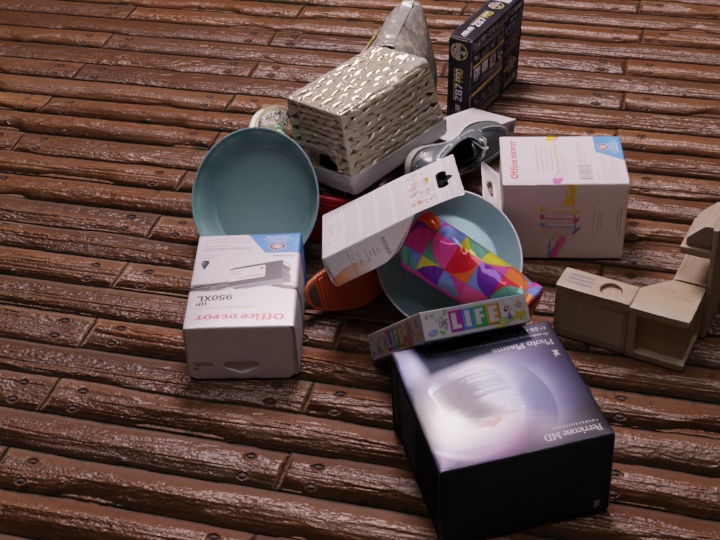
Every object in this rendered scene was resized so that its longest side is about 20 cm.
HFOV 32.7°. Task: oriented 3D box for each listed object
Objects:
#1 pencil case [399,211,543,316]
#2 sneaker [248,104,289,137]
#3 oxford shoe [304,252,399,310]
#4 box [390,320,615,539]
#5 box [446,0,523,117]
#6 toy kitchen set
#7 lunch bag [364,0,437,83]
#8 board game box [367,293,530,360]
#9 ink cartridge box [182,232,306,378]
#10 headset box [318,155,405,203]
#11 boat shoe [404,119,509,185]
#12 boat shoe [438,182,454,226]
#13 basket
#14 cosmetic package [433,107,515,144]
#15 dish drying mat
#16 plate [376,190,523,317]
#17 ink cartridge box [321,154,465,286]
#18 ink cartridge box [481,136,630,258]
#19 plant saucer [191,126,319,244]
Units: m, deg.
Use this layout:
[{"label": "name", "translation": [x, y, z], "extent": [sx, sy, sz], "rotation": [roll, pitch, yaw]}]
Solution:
[{"label": "pencil case", "translation": [0.141, 0.007, 1.577], "extent": [0.199, 0.089, 0.088], "rotation": [36, 47, 13]}, {"label": "sneaker", "translation": [-0.131, -0.187, 1.898], "extent": [0.088, 0.077, 0.201], "rotation": [-7, 41, 25]}, {"label": "oxford shoe", "translation": [0.000, 0.000, 1.673], "extent": [0.198, 0.072, 0.073], "rotation": [-24, 18, -28]}, {"label": "box", "translation": [0.153, 0.176, 1.365], "extent": [0.197, 0.124, 0.199], "rotation": [-11, 38, -10]}, {"label": "box", "translation": [0.208, -0.353, 2.037], "extent": [0.049, 0.163, 0.200], "rotation": [18, 42, 25]}, {"label": "toy kitchen set", "translation": [0.369, -0.015, 1.570], "extent": [0.179, 0.165, 0.200], "rotation": [16, 40, 24]}, {"label": "lunch bag", "translation": [0.055, -0.315, 1.964], "extent": [0.116, 0.202, 0.165], "rotation": [8, 38, 14]}, {"label": "board game box", "translation": [0.101, 0.069, 1.468], "extent": [0.133, 0.035, 0.200], "rotation": [-10, -7, -19]}, {"label": "ink cartridge box", "translation": [-0.147, 0.043, 1.594], "extent": [0.142, 0.085, 0.201], "rotation": [-2, 37, 2]}, {"label": "headset box", "translation": [-0.029, -0.129, 1.806], "extent": [0.197, 0.076, 0.149], "rotation": [3, 37, 22]}, {"label": "boat shoe", "translation": [0.153, -0.165, 1.763], "extent": [0.199, 0.074, 0.061], "rotation": [-23, 26, -36]}, {"label": "boat shoe", "translation": [0.111, -0.086, 1.758], "extent": [0.061, 0.076, 0.201], "rotation": [1, 35, 2]}, {"label": "basket", "translation": [0.007, -0.220, 1.746], "extent": [0.199, 0.125, 0.135], "rotation": [-36, 40, -29]}, {"label": "cosmetic package", "translation": [0.157, -0.203, 1.892], "extent": [0.082, 0.051, 0.199], "rotation": [22, 27, 29]}, {"label": "dish drying mat", "translation": [-0.062, -0.074, 1.750], "extent": [0.197, 0.078, 0.018], "rotation": [9, 36, 16]}, {"label": "plate", "translation": [0.118, -0.013, 1.639], "extent": [0.197, 0.026, 0.203], "rotation": [0, 71, 0]}, {"label": "ink cartridge box", "translation": [0.045, -0.068, 1.589], "extent": [0.198, 0.051, 0.163], "rotation": [-23, 22, 8]}, {"label": "ink cartridge box", "translation": [0.269, -0.104, 1.727], "extent": [0.197, 0.126, 0.129], "rotation": [0, 36, 5]}, {"label": "plant saucer", "translation": [-0.144, -0.100, 1.732], "extent": [0.198, 0.203, 0.036], "rotation": [12, 3, 20]}]
